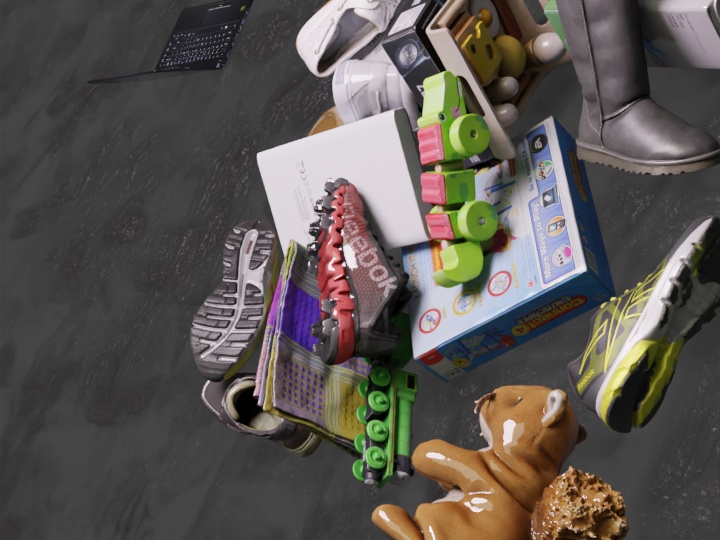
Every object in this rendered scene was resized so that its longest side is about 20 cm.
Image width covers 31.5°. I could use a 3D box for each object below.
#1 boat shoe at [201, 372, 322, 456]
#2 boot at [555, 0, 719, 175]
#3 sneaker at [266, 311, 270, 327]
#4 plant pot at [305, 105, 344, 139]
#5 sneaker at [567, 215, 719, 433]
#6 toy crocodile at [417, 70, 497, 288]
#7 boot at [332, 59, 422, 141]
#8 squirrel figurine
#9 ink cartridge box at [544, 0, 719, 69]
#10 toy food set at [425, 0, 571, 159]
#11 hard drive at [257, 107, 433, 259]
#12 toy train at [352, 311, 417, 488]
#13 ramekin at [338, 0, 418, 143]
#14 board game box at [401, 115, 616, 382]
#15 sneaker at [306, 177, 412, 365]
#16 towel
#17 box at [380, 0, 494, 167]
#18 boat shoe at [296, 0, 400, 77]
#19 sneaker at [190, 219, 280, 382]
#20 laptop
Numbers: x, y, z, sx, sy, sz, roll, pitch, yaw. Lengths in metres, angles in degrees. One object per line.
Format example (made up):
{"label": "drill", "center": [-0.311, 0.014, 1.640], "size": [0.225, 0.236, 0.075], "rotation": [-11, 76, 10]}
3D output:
{"label": "boat shoe", "center": [-0.115, 0.142, 1.371], "size": [0.200, 0.066, 0.072], "rotation": [18, 75, 50]}
{"label": "boot", "center": [0.248, -0.194, 1.159], "size": [0.181, 0.072, 0.202], "rotation": [15, 116, 48]}
{"label": "sneaker", "center": [-0.037, 0.068, 1.333], "size": [0.108, 0.070, 0.200], "rotation": [-42, 30, 14]}
{"label": "plant pot", "center": [-0.049, -0.100, 1.449], "size": [0.200, 0.027, 0.201], "rotation": [126, 154, -43]}
{"label": "sneaker", "center": [0.240, 0.035, 1.085], "size": [0.084, 0.074, 0.201], "rotation": [27, 83, 51]}
{"label": "toy crocodile", "center": [0.083, -0.085, 1.202], "size": [0.067, 0.061, 0.202], "rotation": [0, 98, 59]}
{"label": "boot", "center": [0.045, -0.146, 1.345], "size": [0.095, 0.200, 0.074], "rotation": [2, 62, 22]}
{"label": "squirrel figurine", "center": [0.138, 0.193, 1.052], "size": [0.199, 0.142, 0.187], "rotation": [29, 73, 37]}
{"label": "ink cartridge box", "center": [0.301, -0.273, 1.231], "size": [0.199, 0.084, 0.145], "rotation": [13, 61, 49]}
{"label": "toy food set", "center": [0.147, -0.222, 1.263], "size": [0.060, 0.144, 0.200], "rotation": [-15, 28, 37]}
{"label": "hard drive", "center": [-0.016, -0.080, 1.321], "size": [0.199, 0.027, 0.133], "rotation": [-12, 96, 43]}
{"label": "toy train", "center": [0.028, 0.123, 1.246], "size": [0.042, 0.056, 0.201], "rotation": [128, 153, -48]}
{"label": "ramekin", "center": [0.063, -0.253, 1.464], "size": [0.201, 0.094, 0.204], "rotation": [-25, 47, 30]}
{"label": "board game box", "center": [0.135, -0.021, 1.248], "size": [0.195, 0.056, 0.201], "rotation": [-30, 44, 27]}
{"label": "sneaker", "center": [0.000, 0.000, 1.253], "size": [0.071, 0.097, 0.202], "rotation": [118, 152, -56]}
{"label": "towel", "center": [-0.032, 0.078, 1.275], "size": [0.023, 0.143, 0.201], "rotation": [-29, 41, 43]}
{"label": "box", "center": [0.109, -0.228, 1.303], "size": [0.043, 0.161, 0.201], "rotation": [-15, 32, 37]}
{"label": "boat shoe", "center": [0.011, -0.294, 1.421], "size": [0.200, 0.071, 0.070], "rotation": [-48, 39, 20]}
{"label": "sneaker", "center": [-0.128, 0.046, 1.441], "size": [0.077, 0.091, 0.201], "rotation": [7, 56, 18]}
{"label": "laptop", "center": [-0.275, -0.336, 1.860], "size": [0.176, 0.103, 0.201], "rotation": [2, 63, 45]}
